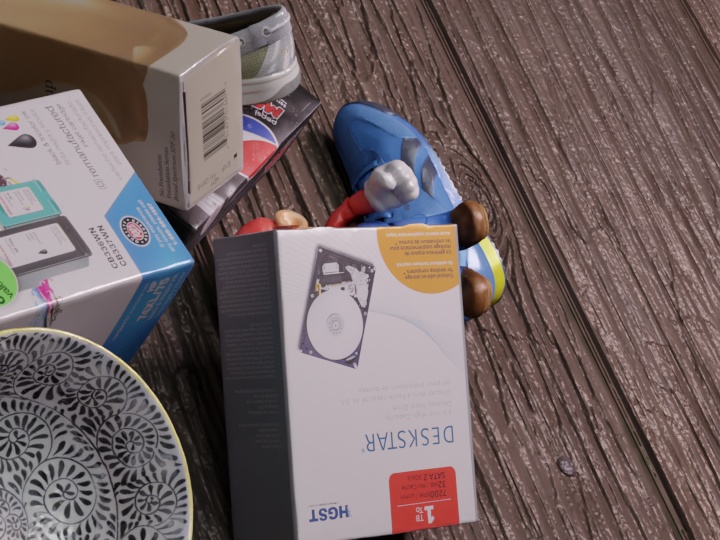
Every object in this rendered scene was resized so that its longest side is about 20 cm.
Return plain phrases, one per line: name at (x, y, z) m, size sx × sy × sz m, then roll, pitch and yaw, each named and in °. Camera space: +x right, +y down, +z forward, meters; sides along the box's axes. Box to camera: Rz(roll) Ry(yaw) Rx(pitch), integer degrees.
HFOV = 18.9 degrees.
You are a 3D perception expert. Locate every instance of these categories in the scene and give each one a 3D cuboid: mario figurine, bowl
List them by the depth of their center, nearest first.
bowl at (-0.204, 0.140, 1.256) m, size 0.200 × 0.094 × 0.203 m, roll 11°, pitch 72°, yaw -38°
mario figurine at (0.000, 0.000, 1.522) m, size 0.198 × 0.106 × 0.124 m, roll -5°, pitch 56°, yaw -20°

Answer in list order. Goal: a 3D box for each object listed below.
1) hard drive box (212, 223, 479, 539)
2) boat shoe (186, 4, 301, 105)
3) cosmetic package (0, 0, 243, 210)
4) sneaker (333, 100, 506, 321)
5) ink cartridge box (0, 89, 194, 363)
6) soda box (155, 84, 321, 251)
hard drive box at (-0.009, 0.073, 1.428) m, size 0.155 × 0.077 × 0.202 m, roll -4°, pitch 89°, yaw -38°
boat shoe at (-0.143, -0.154, 1.543) m, size 0.200 × 0.065 × 0.075 m, roll 1°, pitch 31°, yaw 13°
cosmetic package at (-0.179, -0.123, 1.456) m, size 0.199 × 0.106 × 0.071 m, roll 17°, pitch 35°, yaw 28°
sneaker at (0.029, -0.045, 1.638) m, size 0.078 × 0.066 × 0.201 m, roll -18°, pitch 66°, yaw -40°
ink cartridge box at (-0.239, 0.004, 1.331) m, size 0.199 × 0.146 × 0.147 m, roll -19°, pitch 66°, yaw -43°
soda box at (-0.108, -0.077, 1.559) m, size 0.063 × 0.071 × 0.200 m, roll 40°, pitch 41°, yaw 0°
